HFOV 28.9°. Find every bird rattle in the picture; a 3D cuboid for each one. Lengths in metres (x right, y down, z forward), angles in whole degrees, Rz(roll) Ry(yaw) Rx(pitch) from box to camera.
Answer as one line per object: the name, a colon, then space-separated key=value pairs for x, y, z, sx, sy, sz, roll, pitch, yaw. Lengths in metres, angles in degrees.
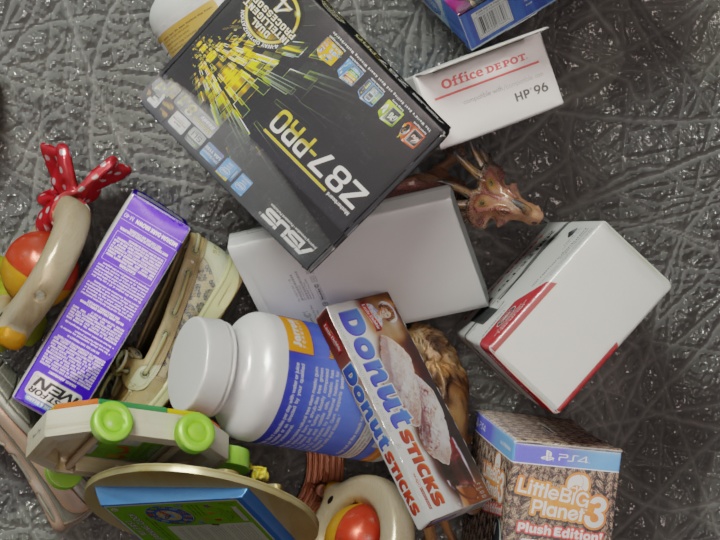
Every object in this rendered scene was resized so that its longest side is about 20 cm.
bird rattle: x=-0.007 y=0.258 z=1.212 sx=0.112 sy=0.200 sz=0.164 roll=18 pitch=75 yaw=-26
bird rattle: x=-0.265 y=-0.011 z=1.194 sx=0.113 sy=0.163 sz=0.200 roll=40 pitch=98 yaw=-26

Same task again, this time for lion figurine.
lion figurine: x=0.072 y=0.147 z=1.242 sx=0.072 sy=0.201 sz=0.123 roll=-11 pitch=129 yaw=-2

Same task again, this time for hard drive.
hard drive: x=0.000 y=0.000 z=1.223 sx=0.199 sy=0.026 sz=0.132 roll=-12 pitch=132 yaw=13

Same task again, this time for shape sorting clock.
shape sorting clock: x=-0.133 y=0.201 z=1.171 sx=0.198 sy=0.200 sz=0.039 roll=8 pitch=60 yaw=-8

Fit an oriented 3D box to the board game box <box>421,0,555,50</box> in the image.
board game box: x=0.130 y=-0.296 z=1.205 sx=0.199 sy=0.199 sz=0.044 roll=-31 pitch=131 yaw=-4

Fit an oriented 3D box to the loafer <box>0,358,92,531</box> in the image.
loafer: x=-0.307 y=0.147 z=1.239 sx=0.063 sy=0.072 sz=0.200 roll=-38 pitch=100 yaw=4

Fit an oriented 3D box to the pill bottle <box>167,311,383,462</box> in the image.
pill bottle: x=-0.060 y=0.098 z=1.214 sx=0.199 sy=0.112 sz=0.113 roll=14 pitch=92 yaw=-29

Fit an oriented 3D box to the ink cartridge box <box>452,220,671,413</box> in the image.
ink cartridge box: x=0.169 y=0.035 z=1.225 sx=0.084 sy=0.200 sz=0.144 roll=43 pitch=88 yaw=-4

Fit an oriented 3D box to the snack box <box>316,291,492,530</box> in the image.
snack box: x=0.035 y=0.115 z=1.174 sx=0.072 sy=0.024 sz=0.201 roll=-12 pitch=67 yaw=-38

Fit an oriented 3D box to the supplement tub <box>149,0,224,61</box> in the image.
supplement tub: x=-0.092 y=-0.197 z=1.204 sx=0.144 sy=0.144 sz=0.201 roll=-30 pitch=97 yaw=-4

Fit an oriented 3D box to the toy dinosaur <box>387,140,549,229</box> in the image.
toy dinosaur: x=0.053 y=-0.061 z=1.235 sx=0.199 sy=0.136 sz=0.086 roll=-14 pitch=95 yaw=-6

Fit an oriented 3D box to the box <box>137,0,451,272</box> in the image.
box: x=-0.052 y=-0.125 z=1.115 sx=0.161 sy=0.049 sz=0.200 roll=-44 pitch=93 yaw=16

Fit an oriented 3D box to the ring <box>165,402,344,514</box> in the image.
ring: x=-0.113 y=0.179 z=1.289 sx=0.199 sy=0.019 sz=0.202 roll=0 pitch=94 yaw=-6

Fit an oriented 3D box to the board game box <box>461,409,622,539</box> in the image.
board game box: x=0.154 y=0.240 z=1.255 sx=0.096 sy=0.159 sz=0.202 roll=6 pitch=92 yaw=-7

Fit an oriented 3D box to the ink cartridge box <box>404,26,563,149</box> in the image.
ink cartridge box: x=0.098 y=-0.152 z=1.202 sx=0.115 sy=0.200 sz=0.068 roll=-21 pitch=96 yaw=-5

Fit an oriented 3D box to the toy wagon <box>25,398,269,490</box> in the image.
toy wagon: x=-0.172 y=0.150 z=1.161 sx=0.199 sy=0.155 sz=0.040 roll=10 pitch=64 yaw=-24

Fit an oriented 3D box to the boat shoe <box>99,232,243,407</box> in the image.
boat shoe: x=-0.181 y=0.062 z=1.243 sx=0.063 sy=0.073 sz=0.201 roll=36 pitch=78 yaw=-23

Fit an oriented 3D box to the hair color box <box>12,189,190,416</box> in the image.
hair color box: x=-0.223 y=0.031 z=1.219 sx=0.065 sy=0.109 sz=0.201 roll=32 pitch=90 yaw=-10
